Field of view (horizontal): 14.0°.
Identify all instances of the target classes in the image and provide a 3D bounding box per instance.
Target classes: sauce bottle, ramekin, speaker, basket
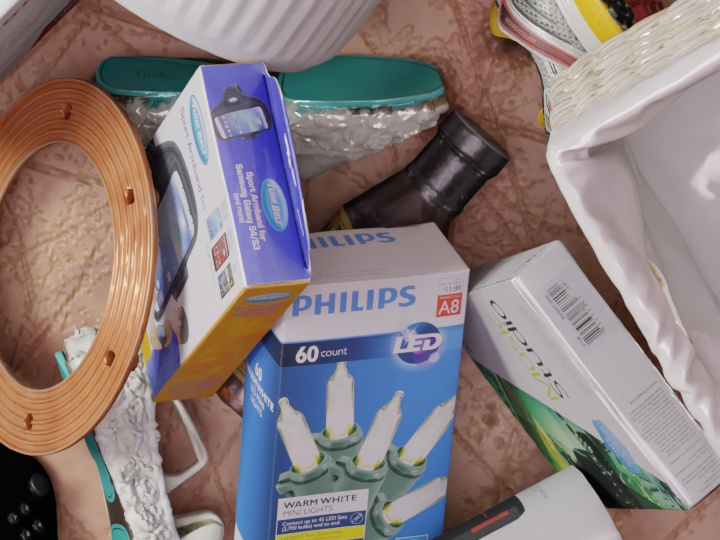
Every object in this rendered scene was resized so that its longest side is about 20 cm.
[{"bbox_3d":[0.000,0.000,1.573,0.066,0.066,0.200,40,98,-1],"label":"sauce bottle"},{"bbox_3d":[-0.068,-0.187,1.489,0.200,0.200,0.105,31,110,1],"label":"ramekin"},{"bbox_3d":[0.046,0.182,1.533,0.200,0.081,0.081,-27,95,-6],"label":"speaker"},{"bbox_3d":[0.214,-0.042,1.421,0.200,0.161,0.198,-30,104,8],"label":"basket"}]

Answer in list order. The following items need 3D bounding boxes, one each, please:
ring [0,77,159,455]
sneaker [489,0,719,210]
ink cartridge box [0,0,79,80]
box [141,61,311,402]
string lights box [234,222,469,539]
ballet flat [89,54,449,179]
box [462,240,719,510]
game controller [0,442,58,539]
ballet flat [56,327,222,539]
[{"bbox_3d":[-0.160,-0.002,1.545,0.019,0.200,0.201,6,102,-38],"label":"ring"},{"bbox_3d":[0.144,-0.084,1.550,0.082,0.078,0.200,-30,96,32],"label":"sneaker"},{"bbox_3d":[-0.239,-0.157,1.503,0.145,0.200,0.145,-43,92,9],"label":"ink cartridge box"},{"bbox_3d":[-0.076,-0.021,1.488,0.041,0.200,0.119,-6,71,-20],"label":"box"},{"bbox_3d":[-0.007,0.078,1.538,0.102,0.059,0.201,-6,120,-18],"label":"string lights box"},{"bbox_3d":[-0.049,-0.081,1.571,0.199,0.072,0.072,3,98,9],"label":"ballet flat"},{"bbox_3d":[0.109,0.058,1.501,0.036,0.200,0.144,-38,92,-9],"label":"box"},{"bbox_3d":[-0.242,0.125,1.555,0.200,0.105,0.042,21,131,-39],"label":"game controller"},{"bbox_3d":[-0.110,0.124,1.591,0.072,0.072,0.201,-14,96,7],"label":"ballet flat"}]
